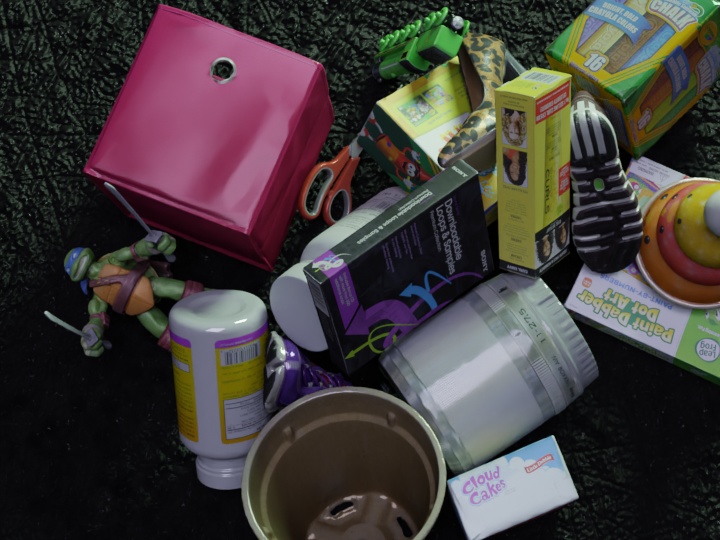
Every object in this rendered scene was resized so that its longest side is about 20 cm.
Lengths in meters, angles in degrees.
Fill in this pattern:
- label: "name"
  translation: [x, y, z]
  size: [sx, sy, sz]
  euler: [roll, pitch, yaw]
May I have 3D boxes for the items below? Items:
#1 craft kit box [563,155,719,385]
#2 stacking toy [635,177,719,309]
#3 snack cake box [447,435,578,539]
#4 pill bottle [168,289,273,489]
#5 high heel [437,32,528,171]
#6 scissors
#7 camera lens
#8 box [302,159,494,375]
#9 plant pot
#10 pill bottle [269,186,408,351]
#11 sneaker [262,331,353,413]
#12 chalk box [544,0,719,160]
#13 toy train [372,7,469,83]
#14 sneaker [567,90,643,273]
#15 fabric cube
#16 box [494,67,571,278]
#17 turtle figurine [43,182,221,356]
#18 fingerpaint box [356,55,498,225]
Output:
- label: "craft kit box"
  translation: [0.354, -0.002, 1.426]
  size: [0.199, 0.049, 0.198]
  euler: [24, 84, 9]
- label: "stacking toy"
  translation: [0.365, -0.047, 1.311]
  size: [0.145, 0.200, 0.147]
  euler: [-1, 78, 3]
- label: "snack cake box"
  translation: [0.151, 0.229, 1.310]
  size: [0.115, 0.200, 0.067]
  euler: [-21, 77, -1]
- label: "pill bottle"
  translation: [-0.146, 0.129, 1.366]
  size: [0.104, 0.104, 0.201]
  euler: [0, 112, 4]
- label: "high heel"
  translation: [0.106, -0.179, 1.340]
  size: [0.143, 0.072, 0.200]
  euler: [42, 49, 16]
- label: "scissors"
  translation: [-0.011, -0.142, 1.473]
  size: [0.073, 0.014, 0.201]
  euler: [30, 79, -32]
- label: "camera lens"
  translation: [0.130, 0.109, 1.357]
  size: [0.200, 0.160, 0.160]
  euler: [-33, 78, -4]
- label: "box"
  translation: [0.043, -0.002, 1.270]
  size: [0.200, 0.143, 0.036]
  euler: [-37, 49, -19]
- label: "plant pot"
  translation: [-0.008, 0.252, 1.308]
  size: [0.199, 0.184, 0.201]
  euler: [-3, 55, 5]
- label: "pill bottle"
  translation: [0.000, 0.000, 1.367]
  size: [0.114, 0.114, 0.200]
  euler: [44, 49, 11]
- label: "sneaker"
  translation: [-0.053, 0.117, 1.347]
  size: [0.083, 0.200, 0.081]
  euler: [-2, 70, 10]
- label: "chalk box"
  translation: [0.326, -0.250, 1.420]
  size: [0.200, 0.124, 0.124]
  euler: [-44, 56, -5]
- label: "toy train"
  translation: [0.062, -0.246, 1.425]
  size: [0.042, 0.200, 0.057]
  euler: [27, 80, -19]
- label: "sneaker"
  translation: [0.260, -0.104, 1.382]
  size: [0.075, 0.201, 0.116]
  euler: [-7, 33, 12]
- label: "fabric cube"
  translation: [-0.159, -0.140, 1.408]
  size: [0.196, 0.200, 0.200]
  euler: [22, 80, 7]
- label: "box"
  translation: [0.177, -0.098, 1.299]
  size: [0.050, 0.201, 0.075]
  euler: [18, 34, 36]
- label: "turtle figurine"
  translation: [-0.236, 0.035, 1.387]
  size: [0.193, 0.200, 0.144]
  euler: [26, 66, -11]
- label: "fingerpaint box"
  translation: [0.124, -0.144, 1.410]
  size: [0.167, 0.073, 0.200]
  euler: [46, 52, 11]
